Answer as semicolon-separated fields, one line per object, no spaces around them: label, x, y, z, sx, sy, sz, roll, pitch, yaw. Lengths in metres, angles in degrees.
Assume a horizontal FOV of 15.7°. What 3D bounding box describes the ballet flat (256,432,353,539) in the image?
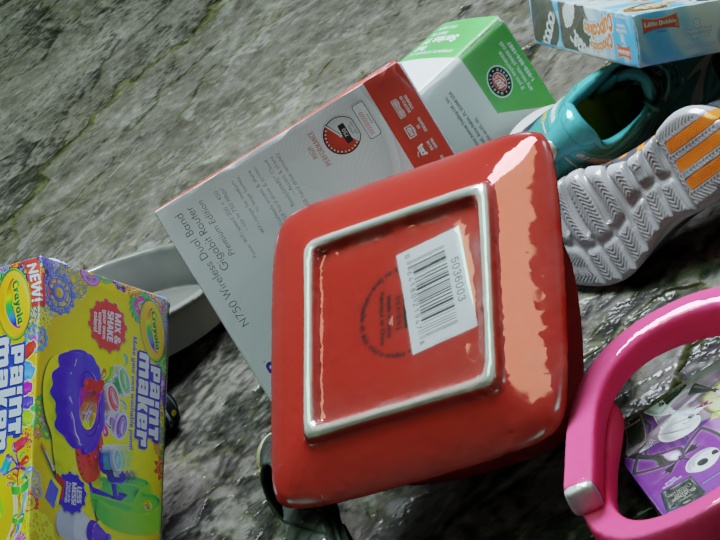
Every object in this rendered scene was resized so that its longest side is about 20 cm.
ballet flat;-0.040;0.150;1.553;0.057;0.067;0.200;-26;24;-2

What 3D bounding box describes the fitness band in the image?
fitness band;0.179;0.077;1.388;0.143;0.037;0.200;-23;27;21

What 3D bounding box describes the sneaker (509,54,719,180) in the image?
sneaker;0.184;-0.111;1.720;0.200;0.078;0.080;-35;-7;-38

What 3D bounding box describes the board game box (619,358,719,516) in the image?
board game box;0.236;0.067;1.416;0.200;0.032;0.120;-33;27;0

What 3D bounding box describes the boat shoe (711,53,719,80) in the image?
boat shoe;0.307;-0.139;1.668;0.074;0.076;0.200;-38;24;-20

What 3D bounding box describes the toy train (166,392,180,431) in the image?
toy train;-0.186;0.093;1.899;0.046;0.034;0.200;-39;24;-23

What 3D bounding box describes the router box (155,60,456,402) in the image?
router box;0.000;0.000;1.629;0.179;0.200;0.049;-32;4;4

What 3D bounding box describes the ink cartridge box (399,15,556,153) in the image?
ink cartridge box;0.045;-0.052;1.741;0.200;0.147;0.083;-42;21;-21

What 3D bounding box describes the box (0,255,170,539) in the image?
box;-0.233;0.116;1.686;0.192;0.122;0.201;-15;67;37

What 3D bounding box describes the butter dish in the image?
butter dish;0.059;0.049;1.534;0.199;0.148;0.200;-19;57;29

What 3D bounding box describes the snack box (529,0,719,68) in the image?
snack box;0.196;-0.166;1.693;0.116;0.037;0.200;-12;12;-14

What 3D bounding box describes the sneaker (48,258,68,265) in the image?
sneaker;-0.212;0.101;1.819;0.115;0.200;0.076;24;16;26

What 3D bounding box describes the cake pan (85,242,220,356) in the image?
cake pan;-0.182;0.035;1.954;0.200;0.037;0.200;-18;18;6

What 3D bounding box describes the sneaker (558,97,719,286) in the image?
sneaker;0.203;-0.055;1.653;0.112;0.078;0.200;-23;-5;-42
